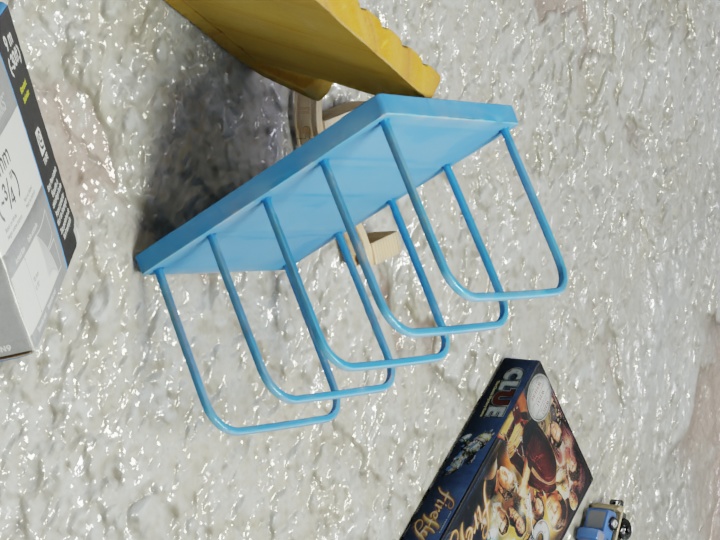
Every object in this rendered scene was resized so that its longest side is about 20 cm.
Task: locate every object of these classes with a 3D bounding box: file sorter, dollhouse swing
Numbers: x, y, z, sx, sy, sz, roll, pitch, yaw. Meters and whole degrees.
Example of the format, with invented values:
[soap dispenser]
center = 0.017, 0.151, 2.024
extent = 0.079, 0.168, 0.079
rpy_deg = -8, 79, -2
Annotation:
[file sorter]
center = 0.000, 0.000, 1.085
extent = 0.138, 0.200, 0.123
rpy_deg = -3, 67, -54
[dollhouse swing]
center = -0.039, -0.205, 1.071
extent = 0.200, 0.175, 0.183
rpy_deg = 36, 64, -48

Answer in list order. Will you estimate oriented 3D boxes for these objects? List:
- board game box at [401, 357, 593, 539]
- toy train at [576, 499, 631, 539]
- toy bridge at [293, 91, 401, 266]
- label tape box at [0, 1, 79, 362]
[board game box]
center = 0.105, 0.184, 1.408
extent = 0.200, 0.034, 0.136
rpy_deg = -57, 134, -36
[toy train]
center = 0.181, 0.279, 1.522
extent = 0.046, 0.034, 0.201
rpy_deg = 32, 66, -37
[toy bridge]
center = -0.015, -0.098, 1.233
extent = 0.067, 0.027, 0.201
rpy_deg = -27, 113, -49
[label tape box]
center = -0.200, -0.072, 0.894
extent = 0.144, 0.063, 0.201
rpy_deg = -89, 166, -67
